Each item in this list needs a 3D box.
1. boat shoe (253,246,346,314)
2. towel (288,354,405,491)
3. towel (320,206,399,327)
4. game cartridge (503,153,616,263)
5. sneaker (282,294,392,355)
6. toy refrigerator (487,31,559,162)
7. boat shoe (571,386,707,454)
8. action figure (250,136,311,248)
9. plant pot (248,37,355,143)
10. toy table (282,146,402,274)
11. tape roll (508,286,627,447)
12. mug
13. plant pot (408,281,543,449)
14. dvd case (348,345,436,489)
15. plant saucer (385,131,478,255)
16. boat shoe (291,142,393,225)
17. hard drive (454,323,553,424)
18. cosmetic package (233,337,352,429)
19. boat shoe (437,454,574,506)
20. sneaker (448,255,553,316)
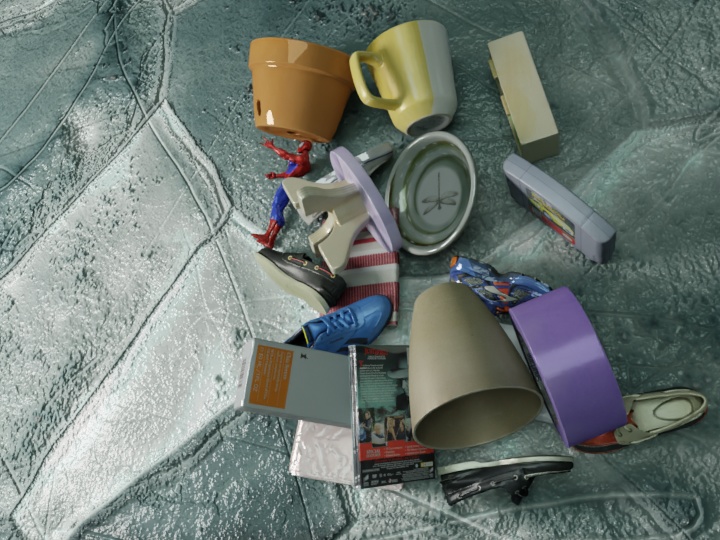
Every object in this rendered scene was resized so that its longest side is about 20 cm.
[{"bbox_3d":[-0.103,0.006,1.244,0.200,0.074,0.063,27,66,40],"label":"boat shoe"},{"bbox_3d":[-0.007,0.234,1.172,0.188,0.032,0.203,5,72,17],"label":"towel"},{"bbox_3d":[0.000,0.000,1.238,0.142,0.023,0.203,-8,71,26],"label":"towel"},{"bbox_3d":[0.302,-0.095,1.139,0.041,0.133,0.200,-46,66,-4],"label":"game cartridge"},{"bbox_3d":[-0.041,0.096,1.168,0.199,0.078,0.066,-31,59,7],"label":"sneaker"},{"bbox_3d":[0.268,-0.287,1.242,0.069,0.076,0.202,-16,70,10],"label":"toy refrigerator"},{"bbox_3d":[0.389,0.211,1.054,0.197,0.063,0.072,-16,71,11],"label":"boat shoe"},{"bbox_3d":[-0.155,-0.152,1.318,0.098,0.065,0.202,26,81,9],"label":"action figure"},{"bbox_3d":[-0.106,-0.307,1.300,0.197,0.200,0.142,10,91,18],"label":"plant pot"},{"bbox_3d":[-0.034,-0.093,1.175,0.116,0.185,0.201,-28,53,-9],"label":"toy table"},{"bbox_3d":[0.278,0.129,1.009,0.084,0.200,0.202,-22,68,7],"label":"tape roll"},{"bbox_3d":[0.079,-0.312,1.269,0.184,0.150,0.155,-14,78,-3],"label":"mug"},{"bbox_3d":[0.142,0.125,1.073,0.185,0.188,0.202,-20,54,8],"label":"plant pot"},{"bbox_3d":[0.048,0.212,1.101,0.022,0.145,0.203,-13,77,53],"label":"dvd case"},{"bbox_3d":[0.124,-0.123,1.216,0.199,0.050,0.203,-10,77,46],"label":"plant saucer"},{"bbox_3d":[-0.021,-0.147,1.289,0.199,0.071,0.070,-32,94,0],"label":"boat shoe"},{"bbox_3d":[0.219,0.150,1.141,0.197,0.025,0.134,10,76,18],"label":"hard drive"},{"bbox_3d":[-0.079,0.171,1.105,0.197,0.071,0.103,12,74,-17],"label":"cosmetic package"},{"bbox_3d":[0.210,0.304,1.068,0.197,0.075,0.067,-10,72,13],"label":"boat shoe"},{"bbox_3d":[0.225,0.041,1.158,0.198,0.075,0.079,18,87,28],"label":"sneaker"}]
